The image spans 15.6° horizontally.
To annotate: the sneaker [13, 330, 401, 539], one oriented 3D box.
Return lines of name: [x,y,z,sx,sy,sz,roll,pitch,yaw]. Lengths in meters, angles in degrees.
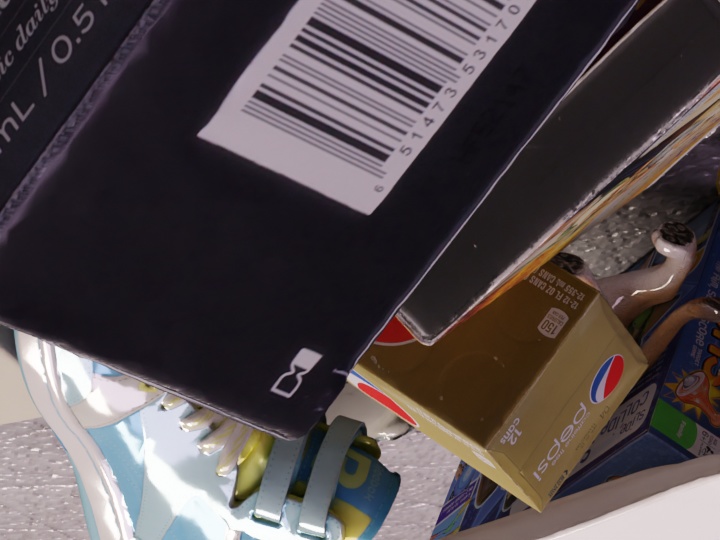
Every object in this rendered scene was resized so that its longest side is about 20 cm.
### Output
sneaker: [-0.053,0.052,1.030,0.130,0.080,0.200,5,136,22]

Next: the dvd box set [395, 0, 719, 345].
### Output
dvd box set: [0.098,-0.056,0.833,0.146,0.029,0.200,-44,174,29]

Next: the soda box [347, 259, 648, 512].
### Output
soda box: [0.000,0.000,0.930,0.200,0.068,0.064,33,172,33]

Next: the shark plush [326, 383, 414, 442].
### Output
shark plush: [-0.008,0.036,1.150,0.199,0.091,0.083,-30,-170,-1]

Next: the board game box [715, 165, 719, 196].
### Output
board game box: [0.250,0.008,0.986,0.199,0.166,0.057,3,131,-14]

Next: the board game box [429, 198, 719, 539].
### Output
board game box: [0.098,0.065,1.119,0.034,0.136,0.200,33,143,-11]

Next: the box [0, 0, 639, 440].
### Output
box: [-0.037,-0.105,0.621,0.117,0.200,0.197,24,109,-43]

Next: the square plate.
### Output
square plate: [0.113,0.127,1.063,0.198,0.029,0.200,-21,148,30]

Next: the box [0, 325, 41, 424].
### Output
box: [-0.180,-0.012,0.999,0.068,0.082,0.200,-11,151,17]

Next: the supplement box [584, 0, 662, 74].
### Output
supplement box: [0.016,-0.111,0.799,0.130,0.104,0.200,9,150,-21]

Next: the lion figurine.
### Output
lion figurine: [0.042,0.019,1.041,0.199,0.073,0.123,24,131,13]
